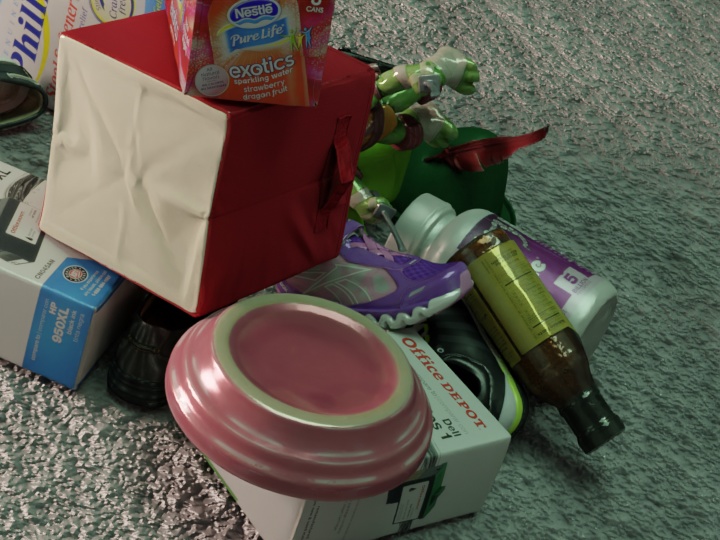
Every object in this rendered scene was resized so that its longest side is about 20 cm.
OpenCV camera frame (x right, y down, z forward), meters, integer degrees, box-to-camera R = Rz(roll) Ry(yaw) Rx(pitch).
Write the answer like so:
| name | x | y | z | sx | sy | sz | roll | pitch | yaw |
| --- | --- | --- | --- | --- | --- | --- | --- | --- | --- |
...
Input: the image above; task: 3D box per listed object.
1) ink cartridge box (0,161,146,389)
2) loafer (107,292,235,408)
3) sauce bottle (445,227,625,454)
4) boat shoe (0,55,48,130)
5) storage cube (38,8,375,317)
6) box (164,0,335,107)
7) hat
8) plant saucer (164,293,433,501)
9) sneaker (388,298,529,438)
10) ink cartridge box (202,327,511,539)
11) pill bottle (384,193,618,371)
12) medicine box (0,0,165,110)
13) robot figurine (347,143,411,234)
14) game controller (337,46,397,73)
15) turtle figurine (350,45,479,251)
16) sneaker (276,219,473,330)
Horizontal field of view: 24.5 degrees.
| name | x | y | z | sx | sy | sz | roll | pitch | yaw |
| --- | --- | --- | --- | --- | --- | --- | --- | --- | --- |
| ink cartridge box | -0.281 | -0.008 | 1.328 | 0.199 | 0.085 | 0.145 | 22 | 31 | 5 |
| loafer | -0.141 | 0.033 | 1.355 | 0.072 | 0.073 | 0.200 | 20 | 31 | 3 |
| sauce bottle | 0.148 | 0.061 | 1.389 | 0.066 | 0.066 | 0.201 | -22 | 77 | -47 |
| boat shoe | -0.374 | -0.158 | 1.512 | 0.060 | 0.076 | 0.199 | 33 | 34 | 31 |
| storage cube | -0.119 | -0.094 | 1.289 | 0.199 | 0.172 | 0.179 | 28 | 30 | 27 |
| box | -0.085 | -0.205 | 1.222 | 0.099 | 0.096 | 0.200 | 5 | 28 | -13 |
| hat | 0.112 | -0.136 | 1.650 | 0.200 | 0.177 | 0.165 | 34 | 34 | 21 |
| plant saucer | -0.040 | 0.081 | 1.202 | 0.199 | 0.051 | 0.201 | 13 | 33 | -9 |
| sneaker | 0.067 | 0.064 | 1.400 | 0.083 | 0.072 | 0.200 | 7 | 34 | -50 |
| ink cartridge box | -0.007 | 0.128 | 1.275 | 0.199 | 0.085 | 0.146 | -9 | 42 | -37 |
| pill bottle | 0.121 | 0.014 | 1.492 | 0.199 | 0.113 | 0.112 | 31 | 34 | 18 |
| medicine box | -0.253 | -0.245 | 1.607 | 0.199 | 0.183 | 0.103 | 29 | 32 | 14 |
| robot figurine | -0.048 | -0.094 | 1.558 | 0.199 | 0.116 | 0.175 | -12 | 44 | -40 |
| game controller | -0.020 | -0.168 | 1.643 | 0.104 | 0.200 | 0.042 | 6 | 75 | -20 |
| turtle figurine | 0.044 | -0.115 | 1.463 | 0.199 | 0.145 | 0.194 | 5 | 24 | 38 |
| sneaker | 0.000 | 0.000 | 1.385 | 0.199 | 0.089 | 0.080 | -3 | 13 | 36 |
